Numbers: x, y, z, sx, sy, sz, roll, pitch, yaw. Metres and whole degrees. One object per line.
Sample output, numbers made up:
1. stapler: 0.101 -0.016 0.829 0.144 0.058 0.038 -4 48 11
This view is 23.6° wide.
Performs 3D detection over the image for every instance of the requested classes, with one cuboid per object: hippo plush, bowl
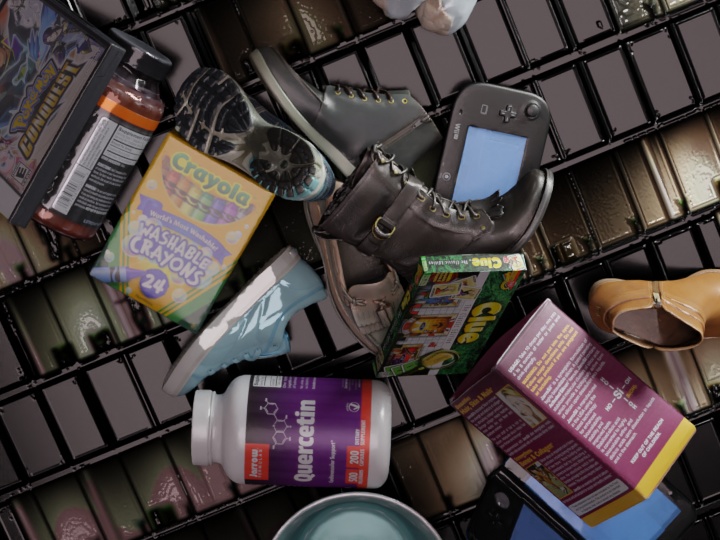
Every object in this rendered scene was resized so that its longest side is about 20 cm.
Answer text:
1. hippo plush: 0.088 -0.305 1.658 0.200 0.161 0.159 10 99 -2
2. bowl: -0.004 0.312 1.788 0.201 0.105 0.201 0 100 0

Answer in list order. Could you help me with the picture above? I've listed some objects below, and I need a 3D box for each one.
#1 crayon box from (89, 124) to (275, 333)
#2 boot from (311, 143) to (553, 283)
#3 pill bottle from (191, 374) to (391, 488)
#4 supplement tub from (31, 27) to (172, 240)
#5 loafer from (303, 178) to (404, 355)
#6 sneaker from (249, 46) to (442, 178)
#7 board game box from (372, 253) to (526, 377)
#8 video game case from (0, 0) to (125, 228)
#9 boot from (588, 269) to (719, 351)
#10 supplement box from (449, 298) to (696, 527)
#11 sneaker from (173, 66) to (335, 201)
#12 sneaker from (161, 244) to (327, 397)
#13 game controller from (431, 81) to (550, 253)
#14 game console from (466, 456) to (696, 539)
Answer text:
1. crayon box: -0.172 -0.054 1.753 0.126 0.052 0.200 29 98 -5
2. boot: 0.072 -0.065 1.693 0.174 0.069 0.200 40 99 -15
3. pill bottle: -0.070 0.164 1.759 0.200 0.112 0.113 2 99 -1
4. supplement tub: -0.266 -0.138 1.711 0.107 0.107 0.200 30 97 -5
5. loafer: 0.000 0.000 1.751 0.072 0.063 0.200 -26 98 -15
6. sneaker: -0.015 -0.171 1.731 0.106 0.075 0.200 -43 106 2
7. board game box: 0.085 0.046 1.696 0.105 0.200 0.023 -4 58 -17
8. video game case: -0.332 -0.168 1.687 0.181 0.025 0.200 38 100 39
9. boot: 0.328 0.047 1.721 0.200 0.155 0.074 -1 99 0
10. supplement box: 0.210 0.145 1.726 0.200 0.131 0.103 41 63 -1
11. sneaker: -0.105 -0.126 1.719 0.200 0.086 0.078 42 97 26
12. sneaker: -0.115 0.070 1.763 0.082 0.074 0.200 45 97 -4
13. game controller: 0.125 -0.088 1.748 0.104 0.042 0.200 9 99 -21
14. game console: 0.231 0.264 1.781 0.200 0.171 0.118 42 123 -6
